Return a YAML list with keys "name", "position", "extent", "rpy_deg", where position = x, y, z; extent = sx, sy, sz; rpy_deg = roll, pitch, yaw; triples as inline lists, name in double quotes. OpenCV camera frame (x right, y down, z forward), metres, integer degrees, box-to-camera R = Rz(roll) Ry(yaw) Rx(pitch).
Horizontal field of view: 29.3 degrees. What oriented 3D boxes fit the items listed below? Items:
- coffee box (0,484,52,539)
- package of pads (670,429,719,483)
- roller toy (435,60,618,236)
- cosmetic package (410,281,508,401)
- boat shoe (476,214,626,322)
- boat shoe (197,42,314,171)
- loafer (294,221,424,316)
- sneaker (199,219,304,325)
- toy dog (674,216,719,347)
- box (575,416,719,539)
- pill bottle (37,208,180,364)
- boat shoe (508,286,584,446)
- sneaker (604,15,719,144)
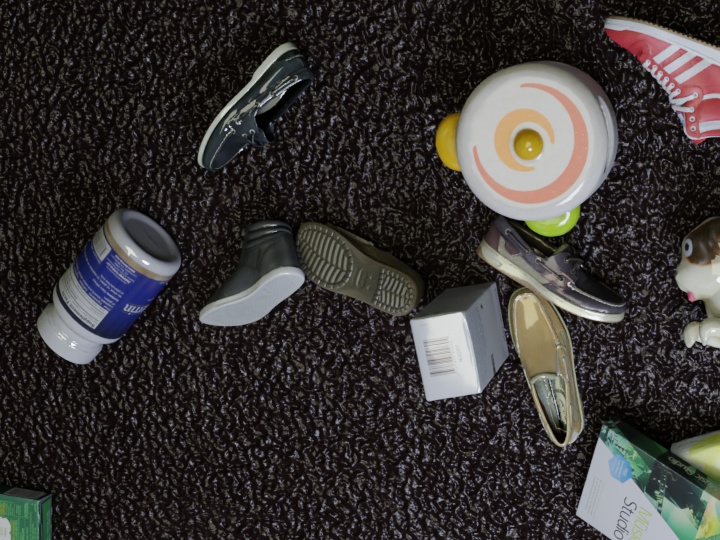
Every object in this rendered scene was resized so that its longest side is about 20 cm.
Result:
- name: "coffee box"
  position: [-0.546, 0.373, 2.015]
  extent: [0.197, 0.044, 0.125]
  rpy_deg: [5, 101, 16]
- name: "package of pads"
  position: [0.469, 0.288, 1.664]
  extent: [0.153, 0.068, 0.203]
  rpy_deg: [-18, 94, 18]
- name: "roller toy"
  position: [0.206, -0.156, 1.625]
  extent: [0.200, 0.140, 0.183]
  rpy_deg: [41, 109, 7]
- name: "cosmetic package"
  position: [0.123, 0.082, 1.664]
  extent: [0.073, 0.200, 0.103]
  rpy_deg: [-9, 98, 19]
- name: "boat shoe"
  position: [0.239, -0.004, 1.681]
  extent: [0.198, 0.072, 0.066]
  rpy_deg: [29, 114, 17]
- name: "boat shoe"
  position: [-0.129, -0.194, 1.761]
  extent: [0.066, 0.074, 0.200]
  rpy_deg: [45, 101, 17]
- name: "loafer"
  position: [0.000, 0.000, 1.763]
  extent: [0.199, 0.067, 0.077]
  rpy_deg: [32, 105, 26]
- name: "sneaker"
  position: [-0.145, 0.001, 1.813]
  extent: [0.199, 0.070, 0.101]
  rpy_deg: [-32, 55, 41]
- name: "toy dog"
  position: [0.453, 0.025, 1.585]
  extent: [0.200, 0.139, 0.194]
  rpy_deg: [41, 96, 6]
- name: "box"
  position: [0.361, 0.288, 1.659]
  extent: [0.199, 0.036, 0.146]
  rpy_deg: [31, 127, 32]
- name: "pill bottle"
  position: [-0.341, 0.024, 1.847]
  extent: [0.116, 0.116, 0.200]
  rpy_deg: [45, 110, 5]
- name: "boat shoe"
  position: [0.231, 0.119, 1.703]
  extent: [0.071, 0.076, 0.203]
  rpy_deg: [-20, 93, 20]
- name: "sneaker"
  position: [0.364, -0.218, 1.601]
  extent: [0.198, 0.071, 0.114]
  rpy_deg: [22, 103, 10]
